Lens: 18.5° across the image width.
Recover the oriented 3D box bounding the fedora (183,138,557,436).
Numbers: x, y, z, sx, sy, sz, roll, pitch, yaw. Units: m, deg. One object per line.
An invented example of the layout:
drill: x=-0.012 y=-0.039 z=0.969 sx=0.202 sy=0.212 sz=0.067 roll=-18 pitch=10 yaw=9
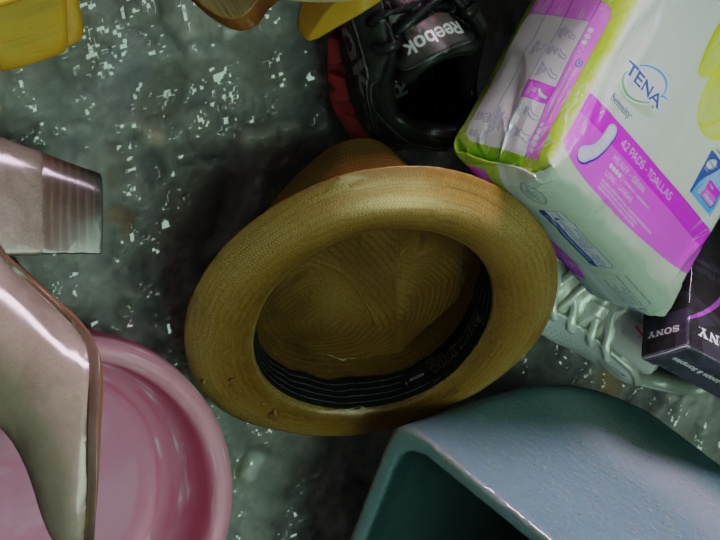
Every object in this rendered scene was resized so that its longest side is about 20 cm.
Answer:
fedora: x=0.000 y=0.000 z=1.098 sx=0.200 sy=0.082 sz=0.201 roll=-9 pitch=141 yaw=-7

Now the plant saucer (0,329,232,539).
plant saucer: x=-0.162 y=0.119 z=1.088 sx=0.200 sy=0.051 sz=0.201 roll=-12 pitch=115 yaw=-26

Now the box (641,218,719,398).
box: x=0.216 y=-0.021 z=1.204 sx=0.143 sy=0.036 sz=0.200 roll=26 pitch=61 yaw=-36

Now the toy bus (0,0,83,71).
toy bus: x=-0.161 y=-0.182 z=0.949 sx=0.065 sy=0.078 sz=0.200 roll=-20 pitch=118 yaw=-23

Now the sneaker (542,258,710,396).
sneaker: x=0.125 y=0.013 z=1.186 sx=0.200 sy=0.099 sz=0.078 roll=22 pitch=99 yaw=-35

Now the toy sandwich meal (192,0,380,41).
toy sandwich meal: x=-0.013 y=-0.190 z=0.981 sx=0.205 sy=0.205 sz=0.070 roll=-44 pitch=160 yaw=-8

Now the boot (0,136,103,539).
boot: x=-0.189 y=0.029 z=0.989 sx=0.146 sy=0.070 sz=0.200 roll=1 pitch=78 yaw=-13

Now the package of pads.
package of pads: x=0.143 y=-0.100 z=1.095 sx=0.154 sy=0.068 sz=0.200 roll=42 pitch=73 yaw=-46

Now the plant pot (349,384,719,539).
plant pot: x=0.119 y=0.176 z=1.178 sx=0.200 sy=0.196 sz=0.197 roll=-25 pitch=144 yaw=-48

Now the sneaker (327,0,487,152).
sneaker: x=0.013 y=-0.141 z=1.059 sx=0.071 sy=0.098 sz=0.201 roll=-26 pitch=118 yaw=-18
